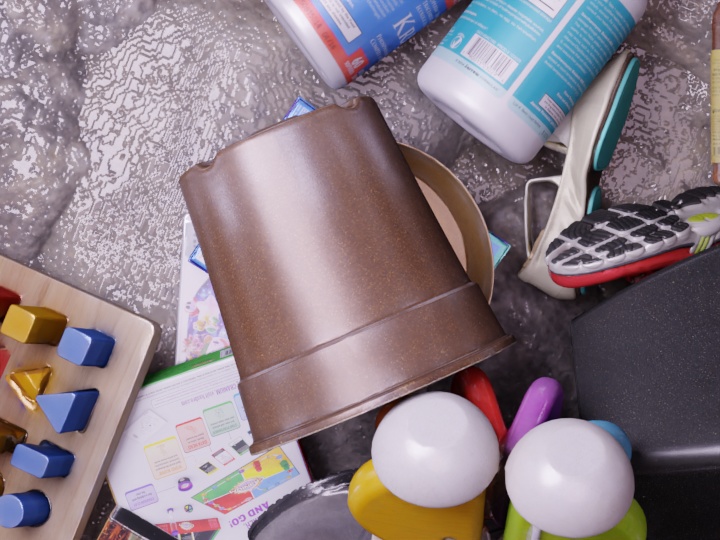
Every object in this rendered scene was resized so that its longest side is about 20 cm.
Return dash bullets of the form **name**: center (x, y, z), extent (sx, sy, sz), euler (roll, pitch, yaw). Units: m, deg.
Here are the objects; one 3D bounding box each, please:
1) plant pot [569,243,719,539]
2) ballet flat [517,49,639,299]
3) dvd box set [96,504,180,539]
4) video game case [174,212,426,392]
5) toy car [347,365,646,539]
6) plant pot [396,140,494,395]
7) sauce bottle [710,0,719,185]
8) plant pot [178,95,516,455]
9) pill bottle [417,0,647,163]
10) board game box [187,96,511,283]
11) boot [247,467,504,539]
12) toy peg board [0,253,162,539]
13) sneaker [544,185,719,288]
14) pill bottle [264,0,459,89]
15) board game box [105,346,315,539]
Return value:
- **plant pot**: center (0.256, 0.111, 1.337), extent (0.177, 0.200, 0.200), euler (-11, 51, 13)
- **ballet flat**: center (0.164, -0.078, 1.404), extent (0.069, 0.069, 0.201), euler (12, 94, -5)
- **dvd box set**: center (-0.172, 0.298, 1.389), extent (0.146, 0.029, 0.200), euler (31, 108, 1)
- **video game case**: center (-0.043, 0.032, 1.417), extent (0.199, 0.018, 0.144), euler (4, 94, -4)
- **toy car**: center (0.098, 0.137, 1.220), extent (0.199, 0.175, 0.150), euler (11, 49, 8)
- **plant pot**: center (0.000, 0.000, 1.350), extent (0.199, 0.027, 0.201), euler (0, 94, -4)
- **sauce bottle**: center (0.304, -0.166, 1.402), extent (0.066, 0.066, 0.201), euler (-1, 96, -4)
- **plant pot**: center (-0.020, -0.002, 1.248), extent (0.199, 0.200, 0.199), euler (-22, 88, -2)
- **pill bottle**: center (0.142, -0.189, 1.367), extent (0.111, 0.111, 0.200), euler (38, 91, -6)
- **board game box**: center (-0.009, -0.014, 1.384), extent (0.200, 0.045, 0.152), euler (35, 91, -5)
- **boot**: center (0.018, 0.209, 1.319), extent (0.199, 0.070, 0.132), euler (-26, 69, 17)
- **toy peg board**: center (-0.283, 0.094, 1.334), extent (0.198, 0.098, 0.201), euler (23, 93, 16)
- **sneaker**: center (0.231, -0.004, 1.380), extent (0.199, 0.077, 0.085), euler (-12, 115, -27)
- **pill bottle**: center (0.028, -0.237, 1.355), extent (0.200, 0.112, 0.112), euler (-37, 96, 1)
- **board game box**: center (-0.113, 0.170, 1.400), extent (0.152, 0.040, 0.201), euler (-18, 100, 0)
